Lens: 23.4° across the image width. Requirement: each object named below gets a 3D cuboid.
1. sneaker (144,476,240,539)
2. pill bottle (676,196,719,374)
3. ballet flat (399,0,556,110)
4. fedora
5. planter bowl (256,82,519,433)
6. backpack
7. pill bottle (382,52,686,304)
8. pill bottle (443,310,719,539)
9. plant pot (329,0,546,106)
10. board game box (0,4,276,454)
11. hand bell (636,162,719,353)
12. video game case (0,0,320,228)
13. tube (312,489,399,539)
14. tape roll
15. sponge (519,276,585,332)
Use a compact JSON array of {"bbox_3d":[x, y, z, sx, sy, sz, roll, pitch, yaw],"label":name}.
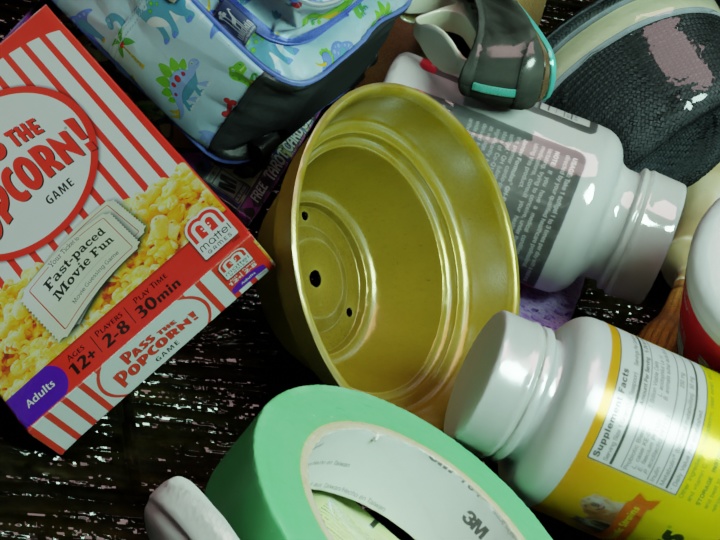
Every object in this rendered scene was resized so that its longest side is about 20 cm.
[{"bbox_3d":[-0.054,0.185,0.709,0.088,0.075,0.200,-28,82,-4],"label":"sneaker"},{"bbox_3d":[0.244,0.032,1.022,0.112,0.200,0.112,-3,67,7],"label":"pill bottle"},{"bbox_3d":[0.062,-0.167,1.090,0.068,0.068,0.200,-4,35,-13],"label":"ballet flat"},{"bbox_3d":[0.187,-0.104,1.165,0.200,0.201,0.092,-4,53,-32],"label":"fedora"},{"bbox_3d":[0.000,0.000,0.991,0.083,0.201,0.200,-12,12,39],"label":"planter bowl"},{"bbox_3d":[-0.078,-0.188,1.029,0.200,0.147,0.183,40,40,3],"label":"backpack"},{"bbox_3d":[0.097,-0.053,1.095,0.200,0.111,0.111,22,33,3],"label":"pill bottle"},{"bbox_3d":[0.151,0.096,0.950,0.200,0.109,0.109,24,33,-8],"label":"pill bottle"},{"bbox_3d":[0.045,-0.164,1.243,0.186,0.187,0.200,15,48,-9],"label":"plant pot"},{"bbox_3d":[-0.165,-0.026,0.933,0.200,0.151,0.046,46,-4,27],"label":"board game box"},{"bbox_3d":[0.212,0.021,1.154,0.104,0.104,0.200,28,47,11],"label":"hand bell"},{"bbox_3d":[-0.113,-0.128,1.089,0.181,0.036,0.200,35,42,-6],"label":"video game case"},{"bbox_3d":[-0.035,0.165,0.834,0.052,0.058,0.200,-8,16,30],"label":"tube"},{"bbox_3d":[0.020,0.142,0.836,0.200,0.048,0.201,31,24,-15],"label":"tape roll"},{"bbox_3d":[0.093,-0.005,1.152,0.111,0.030,0.200,23,34,4],"label":"sponge"}]
